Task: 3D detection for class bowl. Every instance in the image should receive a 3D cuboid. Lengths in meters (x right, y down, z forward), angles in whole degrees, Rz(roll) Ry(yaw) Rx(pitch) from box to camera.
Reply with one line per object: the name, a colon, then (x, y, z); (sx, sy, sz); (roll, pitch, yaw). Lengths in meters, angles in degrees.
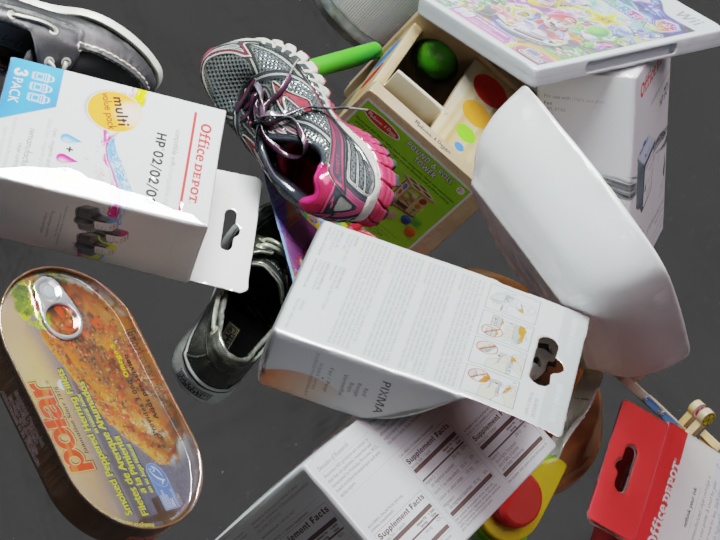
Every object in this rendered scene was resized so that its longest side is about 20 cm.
bowl: (0.154, -0.014, 1.702); (0.200, 0.075, 0.200); (54, -3, 26)

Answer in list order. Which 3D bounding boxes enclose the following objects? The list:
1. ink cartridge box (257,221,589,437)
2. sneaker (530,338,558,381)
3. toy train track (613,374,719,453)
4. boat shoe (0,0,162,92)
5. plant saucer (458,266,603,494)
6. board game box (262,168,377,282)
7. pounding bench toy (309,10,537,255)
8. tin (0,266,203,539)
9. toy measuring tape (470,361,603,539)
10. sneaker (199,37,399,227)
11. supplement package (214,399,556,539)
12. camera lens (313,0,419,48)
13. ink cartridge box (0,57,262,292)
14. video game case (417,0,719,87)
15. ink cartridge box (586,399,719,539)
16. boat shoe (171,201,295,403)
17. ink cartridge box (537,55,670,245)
ink cartridge box: (0.045, 0.051, 1.566); (0.199, 0.050, 0.162); (22, 31, 1)
sneaker: (0.092, 0.058, 1.740); (0.091, 0.066, 0.200); (52, 43, -7)
toy train track: (0.250, 0.106, 1.851); (0.115, 0.033, 0.200); (46, 5, 39)
boat shoe: (-0.239, -0.164, 1.683); (0.200, 0.074, 0.060); (28, 45, -17)
plant saucer: (0.115, 0.080, 1.823); (0.200, 0.037, 0.201); (22, 48, -27)
board game box: (0.000, 0.000, 1.725); (0.158, 0.039, 0.200); (40, 24, -43)
pounding bench toy: (0.019, -0.132, 1.836); (0.200, 0.124, 0.156); (40, 42, -8)
tin: (-0.182, 0.091, 1.566); (0.112, 0.042, 0.200); (-10, 66, -48)
toy measuring tape: (0.116, 0.133, 1.728); (0.073, 0.074, 0.200); (34, 72, -15)
sneaker: (-0.055, -0.108, 1.704); (0.075, 0.081, 0.200); (1, 33, -47)
supplement package: (0.008, 0.160, 1.582); (0.111, 0.156, 0.200); (49, 42, 3)
camera lens: (0.059, -0.278, 1.922); (0.160, 0.200, 0.160); (22, 48, -26)
ink cartridge box: (-0.162, -0.066, 1.636); (0.199, 0.068, 0.115); (13, 50, -10)
video game case: (0.165, -0.195, 1.825); (0.200, 0.018, 0.143); (-15, 37, -35)
ink cartridge box: (0.249, 0.200, 1.805); (0.200, 0.067, 0.116); (32, 58, -17)
boat shoe: (-0.072, 0.013, 1.696); (0.071, 0.064, 0.200); (35, 43, -13)
ink cartridge box: (0.195, -0.097, 1.888); (0.086, 0.201, 0.147); (9, 30, 16)
